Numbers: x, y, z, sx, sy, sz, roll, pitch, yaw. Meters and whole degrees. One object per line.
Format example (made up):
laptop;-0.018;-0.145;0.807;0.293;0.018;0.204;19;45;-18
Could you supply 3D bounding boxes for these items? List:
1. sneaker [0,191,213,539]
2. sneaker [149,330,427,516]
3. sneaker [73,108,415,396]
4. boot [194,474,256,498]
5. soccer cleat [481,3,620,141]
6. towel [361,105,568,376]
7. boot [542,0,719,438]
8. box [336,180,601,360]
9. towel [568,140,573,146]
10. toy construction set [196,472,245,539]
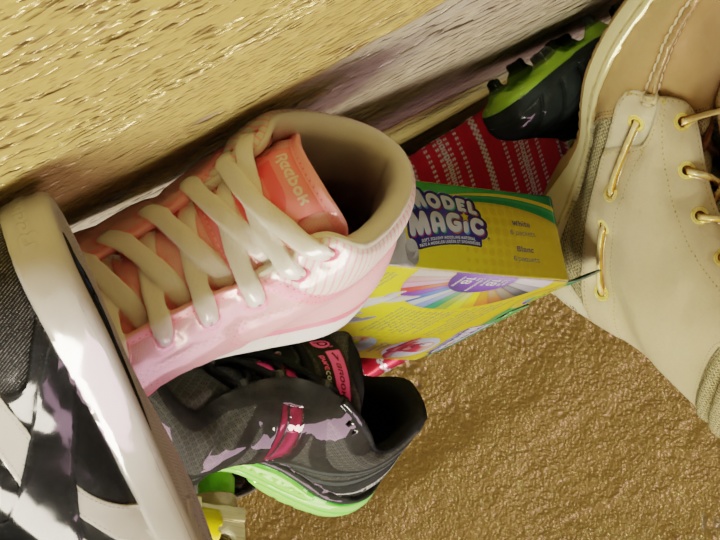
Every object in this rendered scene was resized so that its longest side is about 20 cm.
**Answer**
sneaker;-0.114;0.076;0.639;0.111;0.201;0.073;-21;-149;-2
sneaker;-0.044;0.052;0.856;0.084;0.077;0.200;-41;150;21
sneaker;-0.065;-0.003;0.691;0.199;0.076;0.105;-19;161;-32
boot;-0.119;0.082;1.158;0.199;0.073;0.182;-17;-156;35
soccer cleat;0.135;-0.088;0.976;0.067;0.081;0.200;-29;178;43
towel;0.027;-0.012;1.076;0.199;0.022;0.145;-30;-140;19
boot;0.161;-0.031;0.875;0.073;0.155;0.201;-13;137;-40
box;0.000;0.000;0.879;0.199;0.049;0.117;7;156;-38
towel;0.060;-0.044;1.172;0.199;0.024;0.152;-14;-167;35
toy construction set;-0.136;0.134;0.925;0.199;0.093;0.131;-4;160;-31
